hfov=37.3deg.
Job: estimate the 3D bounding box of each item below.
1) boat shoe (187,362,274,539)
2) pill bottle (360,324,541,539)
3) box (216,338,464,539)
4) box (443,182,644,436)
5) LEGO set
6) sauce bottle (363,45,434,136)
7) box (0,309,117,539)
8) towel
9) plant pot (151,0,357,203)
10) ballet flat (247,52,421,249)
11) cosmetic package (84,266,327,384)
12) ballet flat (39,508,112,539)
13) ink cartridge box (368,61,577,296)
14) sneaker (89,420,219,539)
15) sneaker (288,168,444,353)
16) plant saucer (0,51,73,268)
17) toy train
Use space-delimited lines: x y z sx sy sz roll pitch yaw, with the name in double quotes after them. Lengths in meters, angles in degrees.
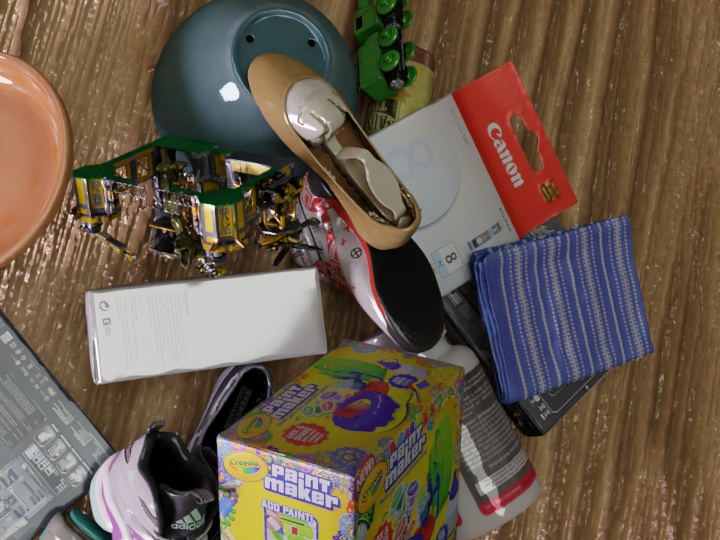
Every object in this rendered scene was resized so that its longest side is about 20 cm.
-0.125 0.176 0.950 0.071 0.068 0.201 25 78 -11 "boat shoe"
0.077 0.139 0.995 0.110 0.111 0.201 -27 91 -18 "pill bottle"
-0.011 0.190 0.871 0.200 0.121 0.195 -34 129 -55 "box"
0.166 0.038 1.070 0.158 0.048 0.200 -40 94 -19 "box"
-0.140 -0.034 0.909 0.198 0.154 0.117 8 117 20 "LEGO set"
0.032 -0.117 1.043 0.065 0.066 0.202 11 77 -15 "sauce bottle"
-0.325 0.138 0.906 0.157 0.051 0.200 -40 95 -18 "box"
0.197 0.034 1.018 0.198 0.024 0.146 -14 94 -29 "towel"
-0.086 -0.173 0.980 0.198 0.135 0.202 2 82 -16 "plant pot"
-0.015 -0.106 0.892 0.069 0.063 0.200 -43 100 -20 "ballet flat"
-0.139 0.046 0.942 0.198 0.113 0.082 -5 90 -15 "cosmetic package"
-0.186 0.275 0.903 0.199 0.067 0.064 36 84 -14 "ballet flat"
0.108 -0.090 1.012 0.199 0.047 0.161 -30 98 -17 "ink cartridge box"
-0.140 0.213 0.823 0.077 0.140 0.201 -10 64 -43 "sneaker"
0.001 -0.001 0.975 0.067 0.108 0.202 -20 73 -32 "sneaker"
-0.331 -0.088 0.908 0.198 0.037 0.202 -3 77 14 "plant saucer"
0.020 -0.250 1.038 0.042 0.056 0.202 32 45 -43 "toy train"
